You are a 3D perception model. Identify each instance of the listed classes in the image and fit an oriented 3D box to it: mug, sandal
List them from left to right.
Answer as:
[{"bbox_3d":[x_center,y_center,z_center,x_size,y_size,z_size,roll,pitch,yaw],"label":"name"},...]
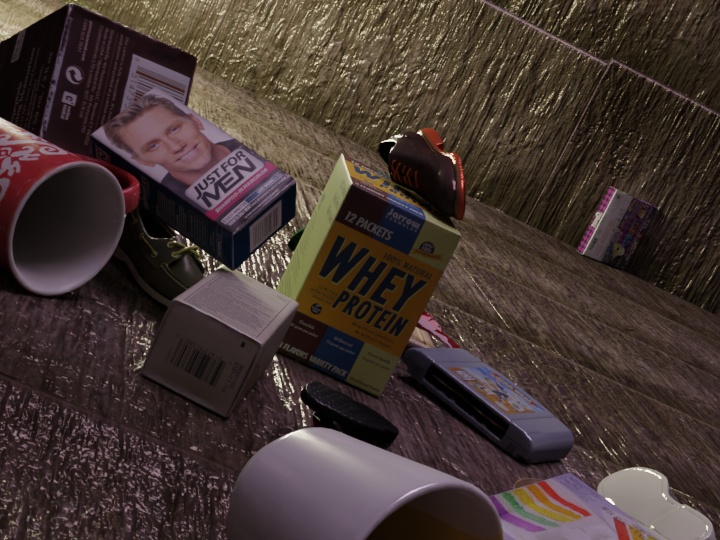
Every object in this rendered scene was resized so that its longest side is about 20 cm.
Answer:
[{"bbox_3d":[-0.329,-0.072,1.317,0.199,0.134,0.177,29,3,33],"label":"mug"},{"bbox_3d":[-0.009,0.194,0.893,0.149,0.188,0.153,-23,31,-32],"label":"mug"},{"bbox_3d":[-0.011,0.148,1.271,0.075,0.045,0.200,37,-1,20],"label":"sandal"}]

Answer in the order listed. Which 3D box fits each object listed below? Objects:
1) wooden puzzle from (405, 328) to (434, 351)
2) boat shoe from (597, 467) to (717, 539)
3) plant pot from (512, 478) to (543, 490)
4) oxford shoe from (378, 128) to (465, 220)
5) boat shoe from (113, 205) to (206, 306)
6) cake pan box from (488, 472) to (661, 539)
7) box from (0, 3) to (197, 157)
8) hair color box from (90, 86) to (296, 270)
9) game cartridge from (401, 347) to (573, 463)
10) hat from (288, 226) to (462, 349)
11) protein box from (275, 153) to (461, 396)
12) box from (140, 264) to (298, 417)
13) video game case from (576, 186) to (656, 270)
[{"bbox_3d":[0.007,0.052,1.758,0.199,0.037,0.185,30,11,-12],"label":"wooden puzzle"},{"bbox_3d":[0.296,0.255,1.345,0.200,0.072,0.062,-141,-151,-71],"label":"boat shoe"},{"bbox_3d":[0.231,0.268,1.308,0.199,0.028,0.200,26,10,-5],"label":"plant pot"},{"bbox_3d":[0.070,-0.104,1.526,0.072,0.072,0.200,-5,23,-12],"label":"oxford shoe"},{"bbox_3d":[-0.210,-0.012,1.461,0.072,0.061,0.202,17,15,-42],"label":"boat shoe"},{"bbox_3d":[0.195,0.257,1.138,0.183,0.053,0.200,-5,33,-47],"label":"cake pan box"},{"bbox_3d":[-0.313,-0.176,1.518,0.163,0.167,0.199,19,-15,-34],"label":"box"},{"bbox_3d":[-0.171,-0.097,1.382,0.199,0.061,0.100,34,56,21],"label":"hair color box"},{"bbox_3d":[0.154,0.154,1.593,0.200,0.042,0.133,37,20,29],"label":"game cartridge"},{"bbox_3d":[0.014,0.037,1.673,0.198,0.177,0.166,-10,-16,16],"label":"hat"},{"bbox_3d":[0.000,0.000,1.531,0.134,0.201,0.199,24,11,-10],"label":"protein box"},{"bbox_3d":[-0.128,0.061,1.274,0.094,0.078,0.200,27,11,3],"label":"box"},{"bbox_3d":[0.702,-0.114,3.694,0.180,0.201,0.036,17,14,-38],"label":"video game case"}]
